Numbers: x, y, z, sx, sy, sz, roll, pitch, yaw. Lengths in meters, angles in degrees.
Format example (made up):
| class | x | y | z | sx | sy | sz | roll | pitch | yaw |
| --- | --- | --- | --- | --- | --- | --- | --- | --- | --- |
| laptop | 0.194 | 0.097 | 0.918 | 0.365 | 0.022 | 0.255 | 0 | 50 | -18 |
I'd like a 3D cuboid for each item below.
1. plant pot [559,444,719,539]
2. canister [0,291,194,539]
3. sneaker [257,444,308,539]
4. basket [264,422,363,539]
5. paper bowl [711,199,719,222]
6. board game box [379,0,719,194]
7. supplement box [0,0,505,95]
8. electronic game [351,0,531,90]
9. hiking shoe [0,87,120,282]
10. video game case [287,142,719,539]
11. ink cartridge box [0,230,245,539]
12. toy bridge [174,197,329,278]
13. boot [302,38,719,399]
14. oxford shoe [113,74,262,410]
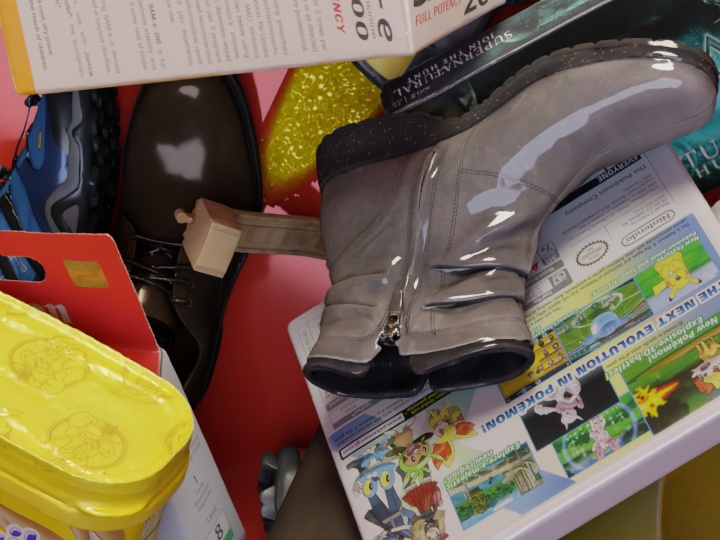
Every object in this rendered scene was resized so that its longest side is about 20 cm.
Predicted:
| class | x | y | z | sx | sy | sz | roll | pitch | yaw |
| --- | --- | --- | --- | --- | --- | --- | --- | --- | --- |
| plant pot | 0.146 | 0.178 | 1.010 | 0.141 | 0.200 | 0.201 | -23 | 104 | 36 |
| canister | -0.167 | 0.127 | 0.959 | 0.148 | 0.087 | 0.201 | 26 | 125 | 14 |
| sneaker | 0.010 | 0.177 | 1.066 | 0.097 | 0.071 | 0.202 | -19 | 100 | 2 |
| basket | 0.015 | 0.149 | 0.953 | 0.136 | 0.201 | 0.180 | 37 | 147 | -26 |
| paper bowl | 0.218 | 0.029 | 0.940 | 0.103 | 0.201 | 0.202 | -12 | 104 | 11 |
| board game box | 0.125 | -0.081 | 0.975 | 0.199 | 0.028 | 0.135 | -28 | 131 | 12 |
| supplement box | -0.049 | -0.133 | 0.927 | 0.198 | 0.126 | 0.074 | -3 | 106 | 25 |
| electronic game | 0.068 | -0.166 | 0.980 | 0.198 | 0.042 | 0.202 | 1 | 105 | 4 |
| hiking shoe | -0.170 | -0.019 | 1.022 | 0.086 | 0.074 | 0.202 | 10 | 106 | 1 |
| video game case | 0.074 | 0.036 | 0.901 | 0.199 | 0.183 | 0.022 | -32 | 132 | 8 |
| ink cartridge box | -0.159 | 0.070 | 0.993 | 0.160 | 0.050 | 0.201 | 2 | 133 | 26 |
| toy bridge | 0.000 | 0.000 | 1.012 | 0.199 | 0.067 | 0.027 | 18 | 108 | -23 |
| boot | 0.069 | -0.015 | 0.894 | 0.199 | 0.133 | 0.070 | -19 | 143 | 25 |
| oxford shoe | -0.091 | -0.008 | 1.015 | 0.072 | 0.084 | 0.202 | 7 | 104 | 4 |
